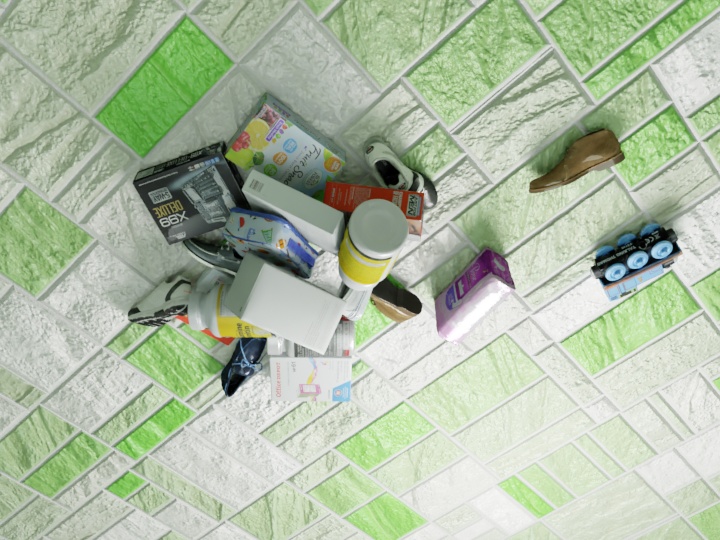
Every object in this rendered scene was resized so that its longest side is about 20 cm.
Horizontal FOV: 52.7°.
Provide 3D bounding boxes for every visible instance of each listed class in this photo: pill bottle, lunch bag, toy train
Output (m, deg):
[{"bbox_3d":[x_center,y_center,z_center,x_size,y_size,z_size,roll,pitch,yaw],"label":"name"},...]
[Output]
[{"bbox_3d":[-0.261,0.085,1.548,0.195,0.113,0.114,-1,126,3],"label":"pill bottle"},{"bbox_3d":[0.017,-0.041,1.395,0.111,0.117,0.201,9,155,-8],"label":"pill bottle"},{"bbox_3d":[-0.174,-0.052,1.462,0.157,0.077,0.200,11,164,27],"label":"lunch bag"},{"bbox_3d":[-0.112,0.137,1.643,0.195,0.115,0.116,-1,126,-5],"label":"pill bottle"},{"bbox_3d":[0.601,-0.020,1.585,0.197,0.088,0.115,-27,131,14],"label":"toy train"}]

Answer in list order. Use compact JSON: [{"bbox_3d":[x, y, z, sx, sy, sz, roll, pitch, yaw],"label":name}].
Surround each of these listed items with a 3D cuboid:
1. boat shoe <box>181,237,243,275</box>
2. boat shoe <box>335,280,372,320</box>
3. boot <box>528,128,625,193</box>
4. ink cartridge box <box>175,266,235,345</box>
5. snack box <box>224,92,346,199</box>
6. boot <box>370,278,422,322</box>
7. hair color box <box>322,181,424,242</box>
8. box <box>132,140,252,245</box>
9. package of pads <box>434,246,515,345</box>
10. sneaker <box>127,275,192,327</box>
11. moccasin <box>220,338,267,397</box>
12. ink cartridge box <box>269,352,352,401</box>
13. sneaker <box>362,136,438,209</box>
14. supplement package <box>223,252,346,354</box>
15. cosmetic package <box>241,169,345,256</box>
[{"bbox_3d":[-0.284,-0.034,1.554,0.197,0.073,0.062,26,107,-22],"label":"boat shoe"},{"bbox_3d":[0.000,0.000,1.513,0.066,0.204,0.073,29,156,-31],"label":"boat shoe"},{"bbox_3d":[0.422,-0.218,1.455,0.197,0.074,0.077,-25,104,10],"label":"boot"},{"bbox_3d":[-0.313,0.087,1.646,0.161,0.057,0.201,31,114,-22],"label":"ink cartridge box"},{"bbox_3d":[-0.145,-0.228,1.424,0.198,0.054,0.142,33,119,-24],"label":"snack box"},{"bbox_3d":[0.039,0.055,1.618,0.198,0.075,0.075,34,137,-19],"label":"boot"},{"bbox_3d":[0.028,-0.116,1.453,0.195,0.065,0.111,6,161,7],"label":"hair color box"},{"bbox_3d":[-0.334,-0.154,1.472,0.196,0.050,0.160,-17,125,9],"label":"box"},{"bbox_3d":[0.245,0.058,1.600,0.075,0.122,0.200,30,120,-22],"label":"package of pads"},{"bbox_3d":[-0.443,0.071,1.625,0.197,0.082,0.073,-18,156,28],"label":"sneaker"},{"bbox_3d":[-0.271,0.225,1.726,0.079,0.069,0.202,12,129,-26],"label":"moccasin"},{"bbox_3d":[-0.119,0.234,1.734,0.195,0.085,0.147,1,126,-1],"label":"ink cartridge box"},{"bbox_3d":[0.081,-0.173,1.452,0.199,0.089,0.074,36,116,-26],"label":"sneaker"},{"bbox_3d":[-0.148,0.065,1.430,0.198,0.116,0.119,26,89,-30],"label":"supplement package"},{"bbox_3d":[-0.124,-0.109,1.419,0.197,0.052,0.151,27,166,8],"label":"cosmetic package"}]
